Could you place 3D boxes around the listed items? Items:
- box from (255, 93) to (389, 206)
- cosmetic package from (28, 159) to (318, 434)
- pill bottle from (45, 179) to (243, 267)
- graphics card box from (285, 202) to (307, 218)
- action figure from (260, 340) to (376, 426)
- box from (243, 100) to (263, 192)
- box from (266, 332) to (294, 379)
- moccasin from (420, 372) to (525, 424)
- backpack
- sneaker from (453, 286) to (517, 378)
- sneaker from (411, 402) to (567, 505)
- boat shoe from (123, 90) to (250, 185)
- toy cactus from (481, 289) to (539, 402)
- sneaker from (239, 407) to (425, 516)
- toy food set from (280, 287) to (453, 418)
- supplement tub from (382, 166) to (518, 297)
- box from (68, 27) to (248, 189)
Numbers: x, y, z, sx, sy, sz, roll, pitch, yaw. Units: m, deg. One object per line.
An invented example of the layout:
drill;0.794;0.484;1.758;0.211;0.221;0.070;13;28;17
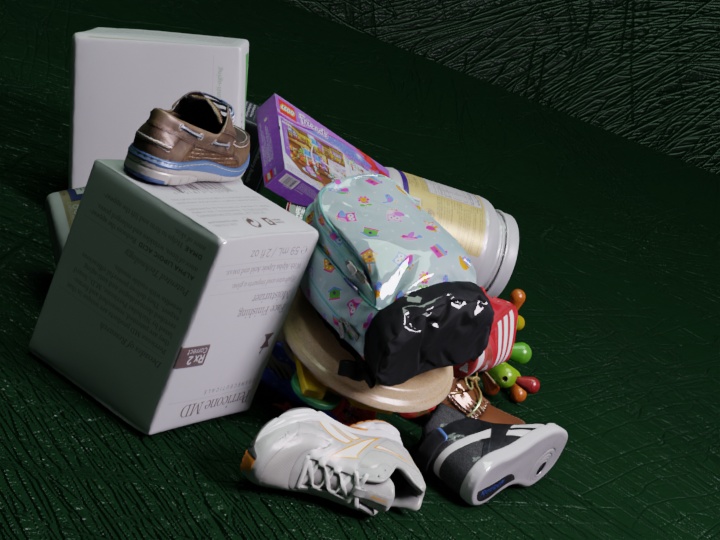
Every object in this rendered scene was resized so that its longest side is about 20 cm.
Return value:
box;-0.037;-0.110;1.937;0.200;0.039;0.137;32;33;-34
cosmetic package;-0.174;0.019;1.512;0.165;0.201;0.165;31;19;26
pill bottle;-0.216;-0.043;1.663;0.199;0.112;0.111;-12;29;-14
graphics card box;0.000;0.000;1.843;0.199;0.126;0.051;14;50;-3
action figure;-0.051;0.117;1.615;0.199;0.066;0.052;29;-4;21
box;-0.212;-0.156;2.056;0.199;0.149;0.104;23;17;-7
box;-0.087;0.065;1.707;0.199;0.069;0.082;31;20;24
moccasin;0.092;0.124;1.738;0.201;0.078;0.074;32;16;3
backpack;0.023;0.005;1.557;0.166;0.127;0.200;-8;45;-41
sneaker;0.097;0.023;1.752;0.115;0.078;0.201;-2;64;-53
sneaker;0.128;0.171;1.667;0.112;0.073;0.200;34;22;26
boat shoe;-0.147;-0.126;1.515;0.072;0.073;0.200;26;17;12
toy cactus;0.130;0.082;1.921;0.164;0.103;0.200;9;29;-12
sneaker;-0.016;0.181;1.466;0.199;0.076;0.092;5;30;-43
toy food set;0.001;0.072;1.609;0.197;0.049;0.201;15;35;-23
supplement tub;0.092;-0.042;2.112;0.199;0.146;0.146;17;19;-22
box;-0.234;-0.178;1.899;0.198;0.201;0.171;4;10;0
